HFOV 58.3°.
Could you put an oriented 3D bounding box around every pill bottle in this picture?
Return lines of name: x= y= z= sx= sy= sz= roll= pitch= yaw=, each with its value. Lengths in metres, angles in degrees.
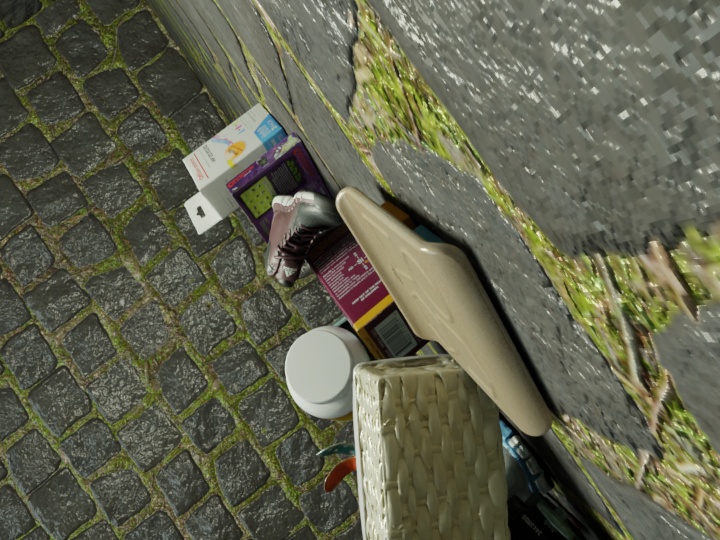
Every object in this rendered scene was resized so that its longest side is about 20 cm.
pill bottle: x=-0.035 y=0.136 z=0.839 sx=0.112 sy=0.110 sz=0.200 roll=52 pitch=178 yaw=17

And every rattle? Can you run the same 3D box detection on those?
rattle: x=0.044 y=0.222 z=0.898 sx=0.131 sy=0.198 sz=0.144 roll=47 pitch=-155 yaw=-18

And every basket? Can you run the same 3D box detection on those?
basket: x=0.068 y=0.190 z=0.637 sx=0.123 sy=0.131 sz=0.207 roll=150 pitch=117 yaw=-79

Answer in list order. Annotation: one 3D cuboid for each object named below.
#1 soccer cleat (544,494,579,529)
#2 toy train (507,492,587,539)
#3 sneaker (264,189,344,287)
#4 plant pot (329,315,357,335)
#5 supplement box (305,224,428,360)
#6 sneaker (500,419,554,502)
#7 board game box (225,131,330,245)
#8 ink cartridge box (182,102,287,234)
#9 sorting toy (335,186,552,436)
soccer cleat: x=0.215 y=0.308 z=0.803 sx=0.087 sy=0.069 sz=0.200 roll=53 pitch=176 yaw=16
toy train: x=0.217 y=0.302 z=0.626 sx=0.199 sy=0.086 sz=0.114 roll=42 pitch=-177 yaw=32
sneaker: x=-0.070 y=-0.035 z=0.818 sx=0.074 sy=0.119 sz=0.199 roll=15 pitch=177 yaw=-22
plant pot: x=0.007 y=0.182 z=1.534 sx=0.198 sy=0.194 sz=0.200 roll=54 pitch=-173 yaw=-6
supplement box: x=0.004 y=0.024 z=0.869 sx=0.201 sy=0.085 sz=0.111 roll=51 pitch=176 yaw=45
sneaker: x=0.138 y=0.205 z=0.770 sx=0.076 sy=0.086 sz=0.200 roll=53 pitch=179 yaw=-32
board game box: x=-0.101 y=-0.091 z=0.936 sx=0.033 sy=0.119 sz=0.201 roll=53 pitch=176 yaw=36
ink cartridge box: x=-0.206 y=-0.162 z=1.021 sx=0.115 sy=0.198 sz=0.068 roll=48 pitch=174 yaw=48
sorting toy: x=0.065 y=0.022 z=0.526 sx=0.187 sy=0.036 sz=0.200 roll=57 pitch=171 yaw=-27
